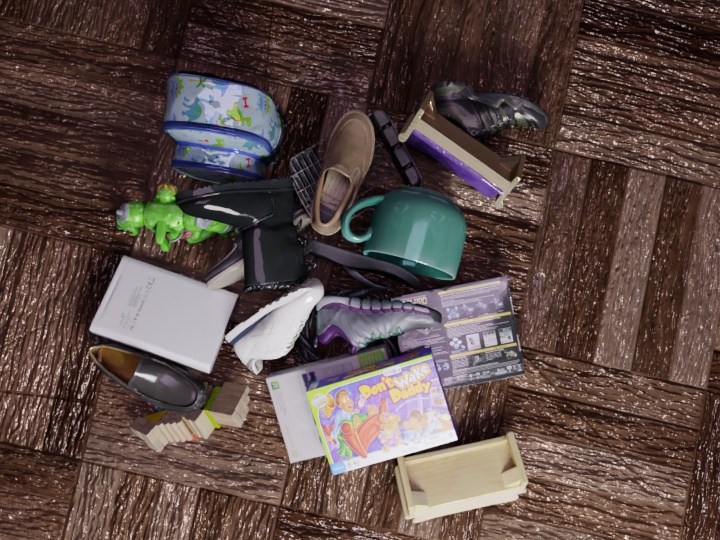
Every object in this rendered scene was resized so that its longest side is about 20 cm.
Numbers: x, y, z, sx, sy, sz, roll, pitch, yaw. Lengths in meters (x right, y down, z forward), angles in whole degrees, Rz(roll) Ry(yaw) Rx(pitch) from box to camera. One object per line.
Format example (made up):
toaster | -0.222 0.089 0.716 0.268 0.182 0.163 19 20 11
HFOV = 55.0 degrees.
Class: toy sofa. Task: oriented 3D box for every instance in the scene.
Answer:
toy sofa | 0.155 -0.181 1.096 0.198 0.083 0.098 34 128 -5
toy sofa | 0.157 0.328 1.094 0.196 0.098 0.084 -12 58 -2

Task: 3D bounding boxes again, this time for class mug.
mug | 0.080 -0.066 1.069 0.151 0.184 0.116 10 81 44

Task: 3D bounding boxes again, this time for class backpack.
backpack | -0.210 -0.210 1.058 0.179 0.200 0.150 8 86 -2

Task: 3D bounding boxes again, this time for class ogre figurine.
ogre figurine | -0.294 -0.079 1.086 0.197 0.120 0.100 23 86 -1

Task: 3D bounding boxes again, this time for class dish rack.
dish rack | -0.011 -0.161 1.135 0.198 0.055 0.155 -29 86 -2

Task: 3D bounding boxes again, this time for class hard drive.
hard drive | -0.310 0.069 1.104 0.197 0.026 0.134 19 68 -1

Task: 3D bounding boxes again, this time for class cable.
cable | -0.021 0.130 1.114 0.160 0.051 0.204 -8 87 -3

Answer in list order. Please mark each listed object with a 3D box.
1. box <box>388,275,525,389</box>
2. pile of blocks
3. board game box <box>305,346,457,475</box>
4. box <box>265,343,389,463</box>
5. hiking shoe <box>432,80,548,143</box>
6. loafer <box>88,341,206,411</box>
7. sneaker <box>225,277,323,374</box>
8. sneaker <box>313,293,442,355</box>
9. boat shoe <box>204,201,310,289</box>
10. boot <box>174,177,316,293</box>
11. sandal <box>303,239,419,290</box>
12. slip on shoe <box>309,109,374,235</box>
box | 0.154 0.106 1.122 0.196 0.049 0.164 -11 88 -2
pile of blocks | -0.263 0.235 1.104 0.196 0.083 0.063 -14 130 6
board game box | 0.032 0.211 1.039 0.197 0.045 0.137 -18 96 8
box | -0.036 0.210 1.087 0.197 0.036 0.147 -14 97 10
hiking shoe | 0.208 -0.246 1.145 0.196 0.076 0.103 14 97 6
loafer | -0.333 0.166 1.070 0.197 0.072 0.074 18 80 13
sneaker | -0.121 0.085 1.080 0.199 0.076 0.081 -36 86 30
sneaker | 0.025 0.090 1.061 0.196 0.074 0.089 5 79 14
boat shoe | -0.174 -0.045 1.116 0.199 0.073 0.063 -37 80 -9
boot | -0.167 -0.048 1.027 0.195 0.073 0.166 -10 94 -30
sandal | 0.000 0.000 1.116 0.197 0.076 0.044 17 84 10
slip on shoe | -0.030 -0.155 1.077 0.075 0.061 0.203 22 88 2
